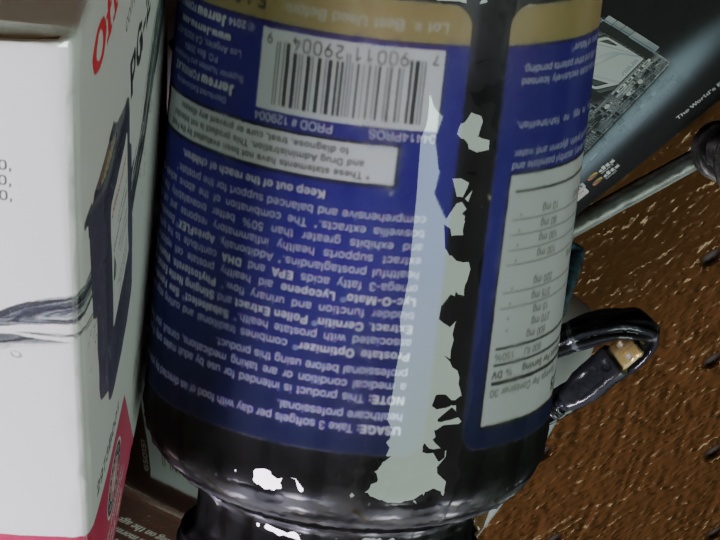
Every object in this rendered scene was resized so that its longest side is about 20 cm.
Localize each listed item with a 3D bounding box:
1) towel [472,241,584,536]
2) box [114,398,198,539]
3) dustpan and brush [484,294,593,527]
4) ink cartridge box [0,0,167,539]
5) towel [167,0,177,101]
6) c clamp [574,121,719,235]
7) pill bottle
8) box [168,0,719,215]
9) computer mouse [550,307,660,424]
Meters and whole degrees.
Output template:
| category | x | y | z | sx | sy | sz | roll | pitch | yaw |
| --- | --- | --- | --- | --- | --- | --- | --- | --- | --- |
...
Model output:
| category | x | y | z | sx | sy | sz | roll | pitch | yaw |
| --- | --- | --- | --- | --- | --- | --- | --- | --- | --- |
| towel | -0.008 | 0.084 | 0.901 | 0.200 | 0.022 | 0.147 | -44 | -167 | 38 |
| box | -0.130 | 0.087 | 0.887 | 0.200 | 0.075 | 0.100 | -26 | 147 | 23 |
| dustpan and brush | 0.051 | 0.032 | 1.008 | 0.140 | 0.057 | 0.200 | -59 | -177 | -31 |
| ink cartridge box | -0.096 | -0.027 | 0.677 | 0.084 | 0.145 | 0.200 | 5 | 133 | 1 |
| towel | -0.006 | -0.111 | 0.824 | 0.200 | 0.032 | 0.191 | -31 | 149 | -4 |
| c clamp | 0.152 | -0.052 | 0.954 | 0.171 | 0.027 | 0.200 | -33 | -179 | -1 |
| pill bottle | 0.000 | 0.000 | 0.734 | 0.112 | 0.112 | 0.201 | -6 | 110 | -38 |
| box | 0.061 | -0.087 | 0.843 | 0.200 | 0.050 | 0.158 | -39 | 149 | 8 |
| computer mouse | 0.034 | 0.081 | 0.957 | 0.058 | 0.034 | 0.200 | 18 | 131 | -33 |
